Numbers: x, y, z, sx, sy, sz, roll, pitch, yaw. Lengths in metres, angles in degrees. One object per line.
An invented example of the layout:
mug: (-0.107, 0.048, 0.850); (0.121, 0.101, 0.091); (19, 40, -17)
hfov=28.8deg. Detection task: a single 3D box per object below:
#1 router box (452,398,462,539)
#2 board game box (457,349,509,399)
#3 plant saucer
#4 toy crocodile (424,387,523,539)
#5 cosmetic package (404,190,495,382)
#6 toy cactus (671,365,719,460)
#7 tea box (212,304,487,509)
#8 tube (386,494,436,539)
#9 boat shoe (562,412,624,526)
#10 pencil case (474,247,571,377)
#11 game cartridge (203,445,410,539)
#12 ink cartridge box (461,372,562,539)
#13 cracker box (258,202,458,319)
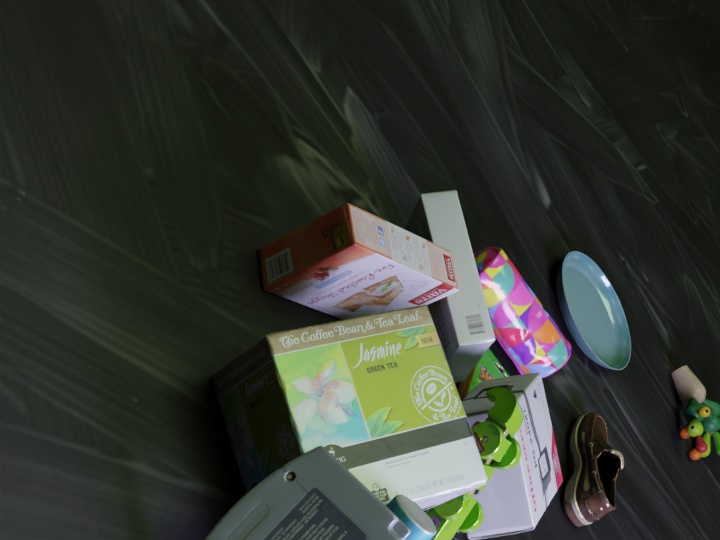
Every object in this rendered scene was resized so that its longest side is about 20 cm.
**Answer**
router box: (0.052, 0.203, 1.597); (0.150, 0.062, 0.200); (39, 39, -34)
board game box: (0.159, 0.187, 1.807); (0.096, 0.030, 0.200); (52, 35, -20)
plant saucer: (0.362, 0.066, 2.205); (0.200, 0.027, 0.200); (35, 41, -38)
toy crocodile: (0.115, 0.218, 1.507); (0.062, 0.200, 0.068); (29, -4, 34)
cosmetic package: (0.102, 0.024, 1.730); (0.052, 0.151, 0.200); (-8, 68, -12)
toy cactus: (0.583, 0.235, 2.367); (0.200, 0.102, 0.165); (-6, 63, -49)
tea box: (-0.012, 0.158, 1.407); (0.200, 0.134, 0.197); (-10, 74, -35)
tube: (-0.013, 0.297, 1.318); (0.077, 0.200, 0.050); (33, 15, -38)
boat shoe: (0.338, 0.273, 1.966); (0.075, 0.075, 0.202); (48, 34, -25)
pencil case: (0.205, 0.059, 1.923); (0.200, 0.088, 0.088); (50, 33, -18)
game cartridge: (-0.070, 0.261, 1.253); (0.133, 0.200, 0.041); (44, -12, 6)
ink cartridge box: (0.171, 0.213, 1.647); (0.200, 0.083, 0.145); (-25, 104, -72)
cracker box: (0.000, 0.000, 1.599); (0.200, 0.134, 0.058); (22, 50, -48)
